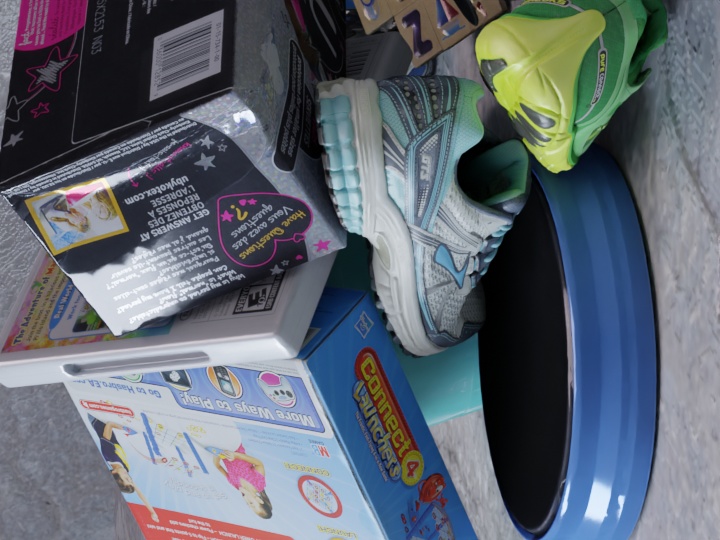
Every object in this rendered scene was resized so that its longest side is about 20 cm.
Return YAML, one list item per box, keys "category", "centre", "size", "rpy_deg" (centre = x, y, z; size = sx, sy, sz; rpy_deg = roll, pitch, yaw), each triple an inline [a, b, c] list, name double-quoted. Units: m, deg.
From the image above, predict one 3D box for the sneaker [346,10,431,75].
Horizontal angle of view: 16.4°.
- category: "sneaker"
  centre: [-0.024, -0.083, 1.501]
  size: [0.077, 0.200, 0.085]
  rpy_deg: [23, 134, 43]

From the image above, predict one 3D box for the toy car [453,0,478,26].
- category: "toy car"
  centre: [0.019, -0.224, 1.244]
  size: [0.200, 0.158, 0.164]
  rpy_deg: [57, 164, 11]

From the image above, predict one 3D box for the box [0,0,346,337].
- category: "box"
  centre: [-0.083, -0.089, 1.205]
  size: [0.115, 0.132, 0.200]
  rpy_deg: [55, -157, -38]

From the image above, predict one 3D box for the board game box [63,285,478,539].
- category: "board game box"
  centre: [-0.048, 0.095, 1.280]
  size: [0.200, 0.056, 0.196]
  rpy_deg: [7, 132, 42]

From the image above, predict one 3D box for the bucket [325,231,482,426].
- category: "bucket"
  centre: [0.000, 0.000, 1.378]
  size: [0.207, 0.134, 0.208]
  rpy_deg: [169, 90, -76]

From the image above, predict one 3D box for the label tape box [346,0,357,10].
- category: "label tape box"
  centre: [-0.034, -0.244, 1.554]
  size: [0.063, 0.144, 0.201]
  rpy_deg: [124, 143, -72]

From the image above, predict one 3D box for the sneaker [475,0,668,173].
- category: "sneaker"
  centre: [0.099, -0.092, 1.107]
  size: [0.074, 0.083, 0.200]
  rpy_deg: [56, -177, -1]

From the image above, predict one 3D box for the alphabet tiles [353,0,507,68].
- category: "alphabet tiles"
  centre: [0.019, -0.221, 1.406]
  size: [0.166, 0.006, 0.201]
  rpy_deg: [-29, 81, 58]

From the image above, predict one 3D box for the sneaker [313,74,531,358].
- category: "sneaker"
  centre: [0.043, -0.023, 1.180]
  size: [0.200, 0.086, 0.078]
  rpy_deg: [62, -159, -58]

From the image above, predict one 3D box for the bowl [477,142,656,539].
- category: "bowl"
  centre: [0.095, 0.038, 1.211]
  size: [0.201, 0.039, 0.201]
  rpy_deg: [178, 90, -79]

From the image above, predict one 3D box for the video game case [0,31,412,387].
- category: "video game case"
  centre: [-0.079, -0.031, 1.254]
  size: [0.024, 0.182, 0.200]
  rpy_deg: [53, -137, -37]
